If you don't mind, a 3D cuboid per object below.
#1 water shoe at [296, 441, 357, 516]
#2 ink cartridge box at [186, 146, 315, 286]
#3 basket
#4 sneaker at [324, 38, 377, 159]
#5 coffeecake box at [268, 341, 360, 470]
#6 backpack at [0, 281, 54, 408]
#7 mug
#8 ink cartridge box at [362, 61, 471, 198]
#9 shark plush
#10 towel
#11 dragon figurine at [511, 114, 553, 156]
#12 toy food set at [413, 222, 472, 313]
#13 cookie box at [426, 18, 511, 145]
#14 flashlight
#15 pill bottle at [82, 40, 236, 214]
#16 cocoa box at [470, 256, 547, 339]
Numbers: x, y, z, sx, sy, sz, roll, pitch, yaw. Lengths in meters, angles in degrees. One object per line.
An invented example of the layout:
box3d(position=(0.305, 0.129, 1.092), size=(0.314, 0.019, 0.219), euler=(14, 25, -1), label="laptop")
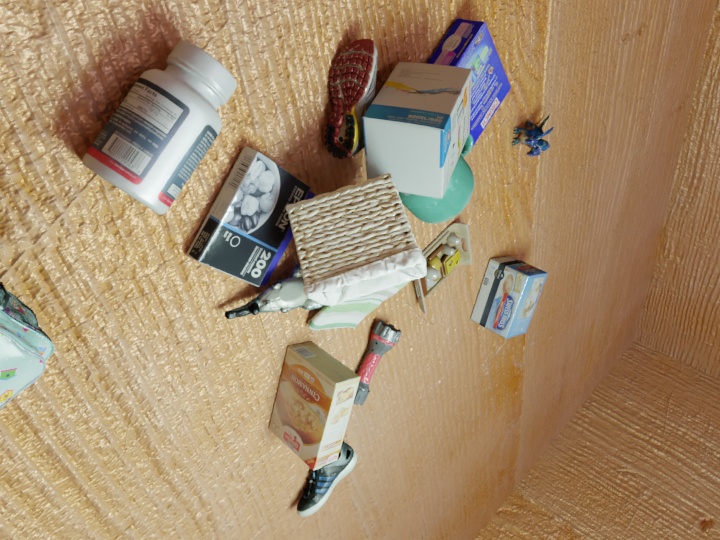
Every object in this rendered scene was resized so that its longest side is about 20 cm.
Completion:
box3d(position=(-0.097, 0.501, 1.463), size=(0.200, 0.071, 0.079), euler=(-46, 113, -17), label="water shoe")
box3d(position=(-0.167, -0.076, 1.013), size=(0.200, 0.043, 0.199), euler=(28, 91, -55), label="ink cartridge box")
box3d(position=(-0.001, -0.046, 1.024), size=(0.199, 0.162, 0.198), euler=(-16, 171, 6), label="basket")
box3d(position=(-0.010, -0.298, 1.043), size=(0.082, 0.077, 0.201), euler=(-27, 136, -57), label="sneaker")
box3d(position=(-0.098, 0.272, 1.225), size=(0.073, 0.153, 0.201), euler=(-6, 117, -47), label="coffeecake box")
box3d(position=(-0.471, 0.081, 0.667), size=(0.176, 0.153, 0.201), euler=(-42, 133, -16), label="backpack")
box3d(position=(0.142, -0.203, 1.218), size=(0.114, 0.151, 0.186), euler=(34, 57, -50), label="mug")
box3d(position=(0.107, -0.256, 1.075), size=(0.148, 0.144, 0.201), euler=(83, 25, -46), label="ink cartridge box")
box3d(position=(-0.150, 0.062, 1.094), size=(0.200, 0.083, 0.091), euler=(-35, 98, -39), label="shark plush")
box3d(position=(0.001, 0.064, 1.223), size=(0.149, 0.031, 0.200), euler=(-2, 149, -49), label="towel")
box3d(position=(0.456, -0.342, 1.532), size=(0.199, 0.099, 0.059), euler=(-27, 132, -37), label="dragon figurine")
box3d(position=(0.206, -0.006, 1.484), size=(0.200, 0.060, 0.144), euler=(-42, 139, -23), label="toy food set")
box3d(position=(0.215, -0.381, 1.241), size=(0.172, 0.075, 0.200), euler=(-57, 143, -7), label="cookie box")
box3d(position=(0.028, 0.219, 1.411), size=(0.068, 0.068, 0.201), euler=(21, 95, -54), label="flashlight")
box3d(position=(-0.252, -0.186, 0.777), size=(0.201, 0.119, 0.120), euler=(-57, 143, -6), label="pill bottle")
box3d(position=(0.432, 0.076, 1.745), size=(0.133, 0.131, 0.201), euler=(-5, 117, -48), label="cocoa box")
